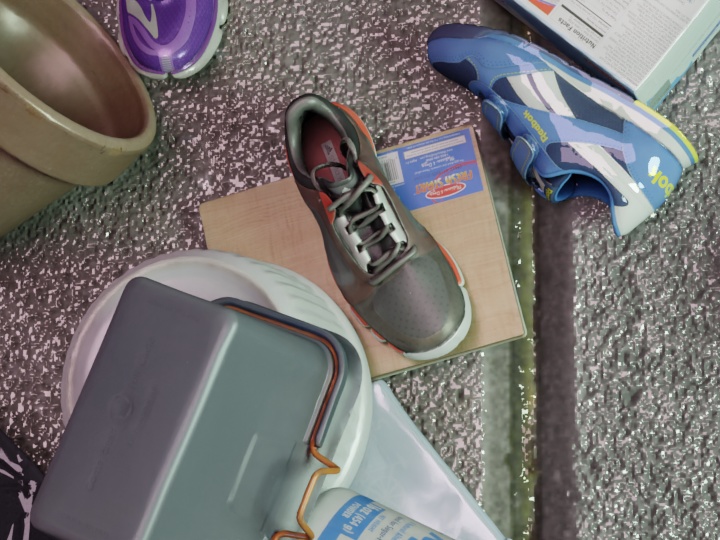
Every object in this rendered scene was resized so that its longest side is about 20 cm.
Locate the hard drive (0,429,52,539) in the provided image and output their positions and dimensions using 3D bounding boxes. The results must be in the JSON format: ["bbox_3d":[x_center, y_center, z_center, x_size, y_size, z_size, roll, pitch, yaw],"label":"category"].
[{"bbox_3d":[-0.252,0.190,1.592,0.135,0.042,0.200,-41,88,-15],"label":"hard drive"}]

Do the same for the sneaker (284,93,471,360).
[{"bbox_3d":[-0.001,-0.030,1.578,0.077,0.082,0.201,-34,71,4],"label":"sneaker"}]

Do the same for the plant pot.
[{"bbox_3d":[-0.265,-0.096,1.631,0.175,0.200,0.201,-45,71,18],"label":"plant pot"}]

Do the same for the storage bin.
[{"bbox_3d":[-0.097,0.106,1.416,0.145,0.134,0.201,19,83,29],"label":"storage bin"}]

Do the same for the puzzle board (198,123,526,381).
[{"bbox_3d":[0.000,0.000,1.623,0.198,0.017,0.152,-16,73,9],"label":"puzzle board"}]

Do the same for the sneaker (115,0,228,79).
[{"bbox_3d":[-0.136,-0.232,1.670,0.080,0.083,0.202,0,78,9],"label":"sneaker"}]

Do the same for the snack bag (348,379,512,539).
[{"bbox_3d":[-0.007,0.195,1.578,0.200,0.021,0.189,-41,73,3],"label":"snack bag"}]

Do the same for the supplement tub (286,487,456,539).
[{"bbox_3d":[0.042,0.230,1.481,0.199,0.132,0.133,23,84,16],"label":"supplement tub"}]

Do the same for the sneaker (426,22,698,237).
[{"bbox_3d":[0.120,-0.096,1.586,0.199,0.074,0.083,31,88,19],"label":"sneaker"}]

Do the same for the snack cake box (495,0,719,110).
[{"bbox_3d":[0.147,-0.209,1.607,0.200,0.067,0.115,40,91,18],"label":"snack cake box"}]

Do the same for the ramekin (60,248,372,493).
[{"bbox_3d":[-0.099,0.081,1.561,0.198,0.105,0.202,-4,75,16],"label":"ramekin"}]
